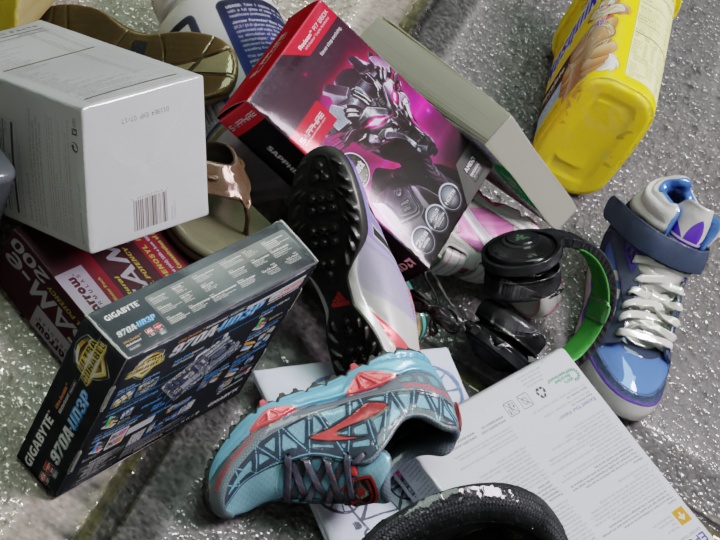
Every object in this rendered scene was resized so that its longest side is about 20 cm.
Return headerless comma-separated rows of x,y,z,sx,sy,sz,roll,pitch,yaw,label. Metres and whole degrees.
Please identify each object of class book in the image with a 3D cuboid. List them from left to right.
0.087,-0.122,1.825,0.200,0.048,0.134,39,-6,45,book

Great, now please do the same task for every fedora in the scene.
0.048,0.225,1.521,0.200,0.201,0.092,8,11,-26,fedora

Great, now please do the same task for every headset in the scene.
0.128,0.031,1.737,0.199,0.124,0.094,5,17,-33,headset

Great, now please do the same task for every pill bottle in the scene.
-0.104,-0.164,1.793,0.111,0.111,0.200,-2,53,-33,pill bottle

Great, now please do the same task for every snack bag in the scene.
0.030,0.150,1.651,0.188,0.021,0.200,-5,57,-35,snack bag

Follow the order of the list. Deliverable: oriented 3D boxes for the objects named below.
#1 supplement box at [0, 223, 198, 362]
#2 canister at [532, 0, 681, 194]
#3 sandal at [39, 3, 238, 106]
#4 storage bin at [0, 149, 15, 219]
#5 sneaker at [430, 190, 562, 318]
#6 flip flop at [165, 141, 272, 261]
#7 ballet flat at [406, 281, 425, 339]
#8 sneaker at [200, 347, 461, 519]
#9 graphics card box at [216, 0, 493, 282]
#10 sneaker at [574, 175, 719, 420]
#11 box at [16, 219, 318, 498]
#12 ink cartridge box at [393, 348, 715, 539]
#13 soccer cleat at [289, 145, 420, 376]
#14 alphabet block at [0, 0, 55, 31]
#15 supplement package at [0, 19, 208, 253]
-0.167,-0.007,1.644,0.109,0.061,0.200,48,44,15,supplement box
0.225,-0.183,1.993,0.086,0.149,0.200,26,44,-8,canister
-0.185,-0.161,1.747,0.199,0.054,0.081,10,71,20,sandal
-0.333,-0.028,1.505,0.200,0.134,0.146,-21,64,-42,storage bin
0.081,-0.025,1.806,0.200,0.081,0.088,43,64,-6,sneaker
-0.123,-0.077,1.645,0.081,0.058,0.200,-20,69,-43,flip flop
-0.010,-0.020,1.754,0.070,0.071,0.200,-1,53,-33,ballet flat
-0.017,0.129,1.552,0.200,0.079,0.096,-27,54,-16,sneaker
-0.002,-0.100,1.700,0.200,0.051,0.126,44,54,-14,graphics card box
0.247,0.010,1.824,0.080,0.147,0.200,20,43,-14,sneaker
-0.134,0.061,1.526,0.046,0.159,0.200,46,43,16,box
0.145,0.176,1.654,0.196,0.043,0.200,-24,71,-41,ink cartridge box
0.000,0.000,1.652,0.073,0.068,0.201,-26,103,-54,soccer cleat
-0.307,-0.329,1.733,0.195,0.197,0.200,21,41,9,alphabet block
-0.217,-0.102,1.595,0.114,0.110,0.200,-20,30,-39,supplement package
